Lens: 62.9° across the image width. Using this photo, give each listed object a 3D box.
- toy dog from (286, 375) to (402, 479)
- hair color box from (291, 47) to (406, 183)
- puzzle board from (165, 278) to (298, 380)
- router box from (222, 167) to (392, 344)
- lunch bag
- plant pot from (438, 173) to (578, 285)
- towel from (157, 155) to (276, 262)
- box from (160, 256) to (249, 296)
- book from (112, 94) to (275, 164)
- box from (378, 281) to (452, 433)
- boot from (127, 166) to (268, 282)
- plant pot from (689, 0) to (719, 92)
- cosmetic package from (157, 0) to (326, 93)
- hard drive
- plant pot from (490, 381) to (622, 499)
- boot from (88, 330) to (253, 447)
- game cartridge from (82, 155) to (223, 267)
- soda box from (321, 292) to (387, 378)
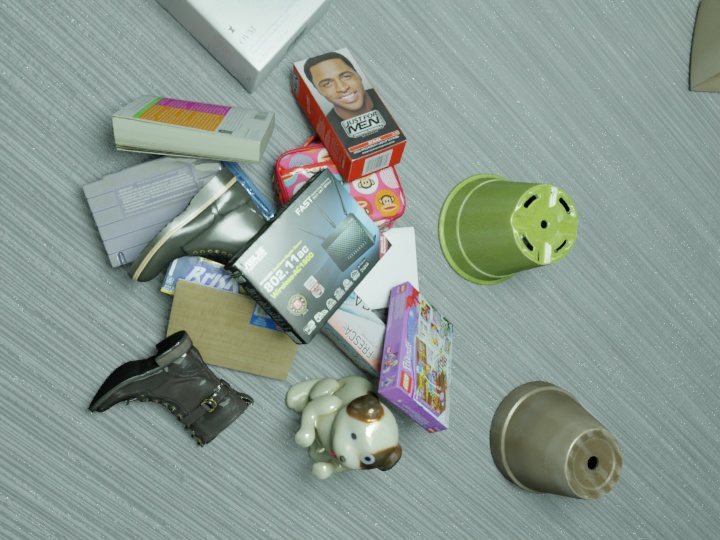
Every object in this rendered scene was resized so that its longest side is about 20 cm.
[{"bbox_3d":[-0.008,0.243,0.908,0.191,0.200,0.142,-17,97,-16],"label":"toy dog"},{"bbox_3d":[-0.021,-0.245,0.919,0.100,0.061,0.202,-24,69,-19],"label":"hair color box"},{"bbox_3d":[-0.189,0.092,0.895,0.197,0.018,0.152,15,125,-13],"label":"puzzle board"},{"bbox_3d":[-0.070,-0.021,0.829,0.150,0.062,0.200,47,69,-16],"label":"router box"},{"bbox_3d":[-0.038,-0.137,0.948,0.197,0.082,0.179,-15,80,-18],"label":"lunch bag"},{"bbox_3d":[0.258,-0.072,0.990,0.197,0.190,0.204,-1,92,-17],"label":"plant pot"},{"bbox_3d":[-0.220,-0.114,0.913,0.111,0.048,0.201,-40,102,-12],"label":"towel"},{"bbox_3d":[-0.202,0.031,0.914,0.197,0.064,0.071,21,85,-17],"label":"box"},{"bbox_3d":[-0.230,-0.209,0.845,0.196,0.134,0.049,7,124,-2],"label":"book"},{"bbox_3d":[0.094,0.136,0.946,0.137,0.039,0.202,43,40,-31],"label":"box"},{"bbox_3d":[-0.213,-0.026,0.834,0.200,0.077,0.138,-44,106,1],"label":"boot"},{"bbox_3d":[0.780,-0.477,1.150,0.196,0.200,0.180,-3,81,-17],"label":"plant pot"},{"bbox_3d":[-0.168,-0.423,0.885,0.200,0.123,0.200,42,79,-12],"label":"cosmetic package"},{"bbox_3d":[0.000,0.000,0.996,0.197,0.025,0.134,-5,93,-17],"label":"hard drive"},{"bbox_3d":[0.356,0.311,1.038,0.197,0.173,0.204,0,90,-17],"label":"plant pot"},{"bbox_3d":[-0.283,0.204,0.890,0.198,0.069,0.175,-31,113,2],"label":"boot"},{"bbox_3d":[-0.287,-0.097,0.863,0.197,0.038,0.132,-18,96,-5],"label":"game cartridge"},{"bbox_3d":[-0.015,0.087,0.942,0.200,0.063,0.069,48,67,-30],"label":"soda box"}]
